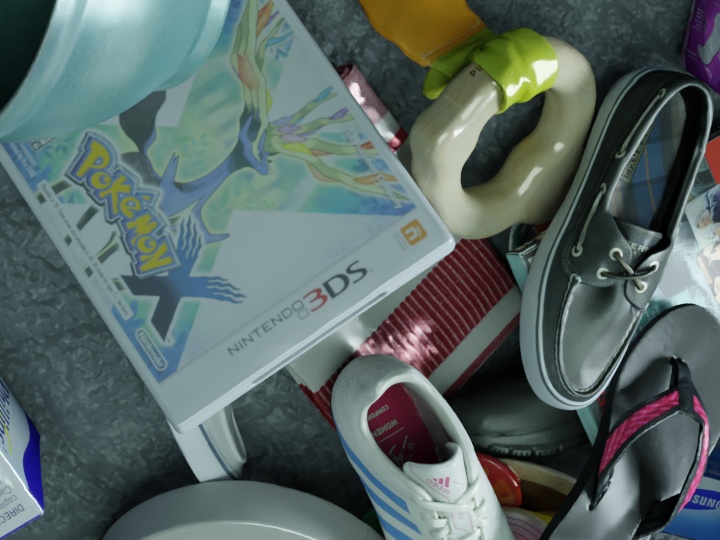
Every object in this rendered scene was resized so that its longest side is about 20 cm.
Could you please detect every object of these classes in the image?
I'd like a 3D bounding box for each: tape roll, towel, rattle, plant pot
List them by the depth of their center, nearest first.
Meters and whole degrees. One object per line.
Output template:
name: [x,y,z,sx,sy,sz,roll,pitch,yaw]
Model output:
plant pot: [-0.151,-0.159,1.231,0.134,0.200,0.201,5,112,-40]
rattle: [0.063,-0.077,1.366,0.131,0.142,0.200,-61,151,-11]
towel: [0.000,0.000,1.367,0.144,0.023,0.200,-45,118,-13]
tape roll: [-0.067,0.209,1.415,0.201,0.037,0.204,3,130,4]

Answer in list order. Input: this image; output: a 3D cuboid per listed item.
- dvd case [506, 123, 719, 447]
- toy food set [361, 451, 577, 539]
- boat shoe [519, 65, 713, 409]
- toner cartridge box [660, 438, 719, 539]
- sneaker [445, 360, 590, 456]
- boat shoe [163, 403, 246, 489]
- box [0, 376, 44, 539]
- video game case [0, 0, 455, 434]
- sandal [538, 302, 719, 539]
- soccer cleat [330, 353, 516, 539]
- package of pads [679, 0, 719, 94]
dvd case: [0.195,0.006,1.380,0.199,0.022,0.147,-32,105,-20]
toy food set: [0.091,0.199,1.428,0.199,0.049,0.199,13,120,19]
boat shoe: [0.143,-0.019,1.312,0.068,0.057,0.201,19,86,-23]
toner cartridge box: [0.252,0.141,1.449,0.199,0.095,0.043,15,106,-15]
sneaker: [0.137,0.052,1.412,0.199,0.076,0.091,-15,104,-19]
boat shoe: [-0.093,0.035,1.363,0.065,0.074,0.201,-18,114,2]
box: [-0.306,0.087,1.331,0.183,0.105,0.201,-30,112,3]
video game case: [-0.077,-0.042,1.291,0.182,0.022,0.200,-34,75,-4]
sandal: [0.161,0.113,1.332,0.075,0.045,0.201,32,78,-16]
soccer cleat: [0.046,0.139,1.333,0.070,0.086,0.201,-33,97,-17]
package of pads: [0.292,-0.119,1.340,0.199,0.121,0.076,10,104,-13]
